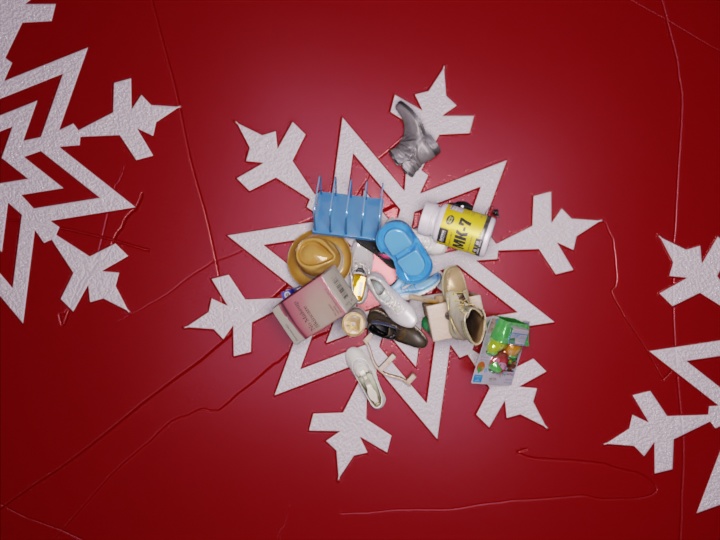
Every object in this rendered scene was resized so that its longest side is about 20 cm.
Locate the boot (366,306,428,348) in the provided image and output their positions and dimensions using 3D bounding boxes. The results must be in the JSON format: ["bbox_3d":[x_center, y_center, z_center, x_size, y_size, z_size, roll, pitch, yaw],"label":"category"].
[{"bbox_3d":[0.103,0.188,1.699,0.198,0.097,0.075,27,113,2],"label":"boot"}]

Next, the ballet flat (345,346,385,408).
[{"bbox_3d":[0.018,0.320,1.726,0.069,0.069,0.202,-27,90,2],"label":"ballet flat"}]

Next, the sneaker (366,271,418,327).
[{"bbox_3d":[0.083,0.088,1.652,0.070,0.080,0.200,-45,84,6],"label":"sneaker"}]

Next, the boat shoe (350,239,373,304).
[{"bbox_3d":[0.000,0.000,1.719,0.070,0.070,0.203,6,89,0],"label":"boat shoe"}]

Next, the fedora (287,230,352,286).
[{"bbox_3d":[-0.124,-0.040,1.698,0.197,0.082,0.204,-2,78,8],"label":"fedora"}]

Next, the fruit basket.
[{"bbox_3d":[0.412,0.236,1.676,0.183,0.093,0.203,11,92,-37],"label":"fruit basket"}]

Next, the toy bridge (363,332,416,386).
[{"bbox_3d":[0.080,0.276,1.743,0.200,0.027,0.067,45,94,0],"label":"toy bridge"}]

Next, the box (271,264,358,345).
[{"bbox_3d":[-0.127,0.098,1.638,0.199,0.109,0.129,-34,94,25],"label":"box"}]

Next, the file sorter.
[{"bbox_3d":[-0.034,-0.184,1.670,0.197,0.123,0.141,7,64,2],"label":"file sorter"}]

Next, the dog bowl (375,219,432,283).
[{"bbox_3d":[0.126,-0.058,1.653,0.111,0.050,0.201,-31,108,20],"label":"dog bowl"}]

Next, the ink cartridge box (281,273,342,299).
[{"bbox_3d":[-0.134,0.081,1.743,0.197,0.037,0.096,-17,90,4],"label":"ink cartridge box"}]

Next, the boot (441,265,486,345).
[{"bbox_3d":[0.268,0.087,1.505,0.071,0.155,0.203,-8,91,-7],"label":"boot"}]

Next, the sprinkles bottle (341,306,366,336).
[{"bbox_3d":[-0.016,0.143,1.657,0.067,0.200,0.069,0,90,2],"label":"sprinkles bottle"}]

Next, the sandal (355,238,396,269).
[{"bbox_3d":[0.077,-0.064,1.711,0.198,0.045,0.076,29,68,-9],"label":"sandal"}]

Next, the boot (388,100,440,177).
[{"bbox_3d":[0.132,-0.387,1.716,0.131,0.070,0.201,-36,85,7],"label":"boot"}]

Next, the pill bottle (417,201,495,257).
[{"bbox_3d":[0.269,-0.120,1.630,0.197,0.114,0.116,18,91,13],"label":"pill bottle"}]

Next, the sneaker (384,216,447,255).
[{"bbox_3d":[0.158,-0.092,1.700,0.197,0.081,0.076,20,105,6],"label":"sneaker"}]

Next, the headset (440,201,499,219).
[{"bbox_3d":[0.310,-0.149,1.722,0.197,0.094,0.125,-14,95,17],"label":"headset"}]

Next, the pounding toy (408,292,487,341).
[{"bbox_3d":[0.241,0.115,1.658,0.197,0.184,0.144,-12,90,2],"label":"pounding toy"}]

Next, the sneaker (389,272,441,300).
[{"bbox_3d":[0.144,0.040,1.715,0.197,0.078,0.091,-19,87,1],"label":"sneaker"}]
